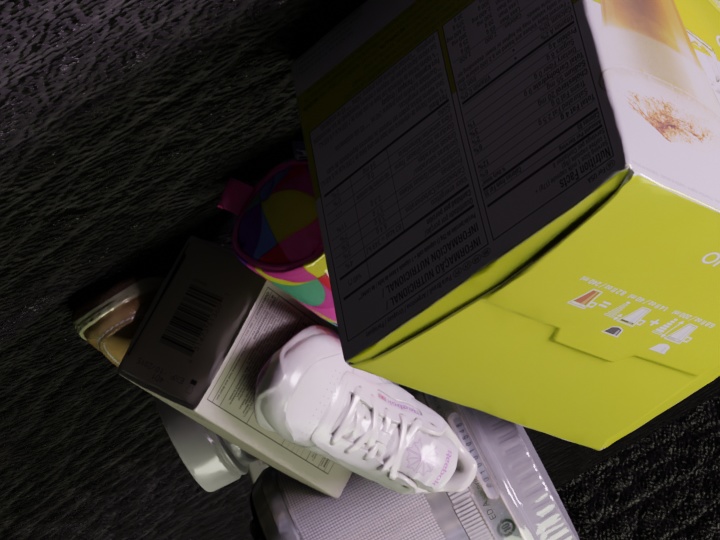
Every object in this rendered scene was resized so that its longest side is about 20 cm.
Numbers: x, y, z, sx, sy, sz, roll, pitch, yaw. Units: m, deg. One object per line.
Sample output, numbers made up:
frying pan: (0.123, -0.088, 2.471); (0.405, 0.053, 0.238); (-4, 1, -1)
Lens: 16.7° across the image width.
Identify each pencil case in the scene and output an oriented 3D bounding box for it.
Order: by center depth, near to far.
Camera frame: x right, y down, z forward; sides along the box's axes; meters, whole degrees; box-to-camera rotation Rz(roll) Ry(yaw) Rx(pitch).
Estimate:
pencil case: (0.000, 0.000, 1.512); (0.088, 0.089, 0.200); (-31, 142, 16)

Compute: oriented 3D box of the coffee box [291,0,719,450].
coffee box: (0.111, -0.053, 1.277); (0.199, 0.198, 0.200); (20, 137, -40)

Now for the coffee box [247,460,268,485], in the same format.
coffee box: (0.012, 0.105, 1.897); (0.200, 0.080, 0.113); (-13, -161, 13)

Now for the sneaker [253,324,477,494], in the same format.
sneaker: (0.008, 0.092, 1.554); (0.200, 0.100, 0.075); (30, 86, -55)

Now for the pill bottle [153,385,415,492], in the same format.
pill bottle: (-0.043, 0.076, 1.786); (0.200, 0.120, 0.120); (-28, 167, 4)

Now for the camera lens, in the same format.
camera lens: (0.034, 0.176, 1.720); (0.200, 0.160, 0.160); (-28, 167, 4)

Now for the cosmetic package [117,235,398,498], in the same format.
cosmetic package: (-0.061, 0.065, 1.596); (0.105, 0.071, 0.200); (-61, 147, -8)

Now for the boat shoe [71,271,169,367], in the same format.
boat shoe: (-0.123, 0.051, 1.619); (0.072, 0.076, 0.200); (-28, 166, 15)
